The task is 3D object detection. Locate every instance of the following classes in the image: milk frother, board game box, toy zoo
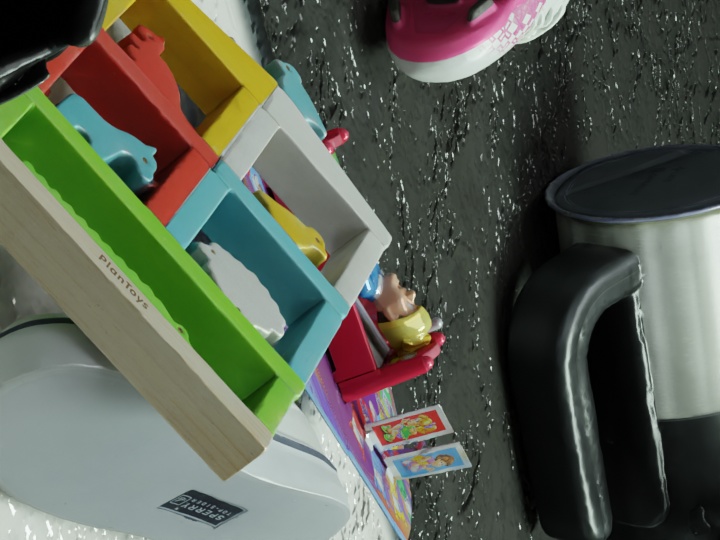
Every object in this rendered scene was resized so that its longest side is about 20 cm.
[{"bbox_3d":[0.188,0.052,1.376,0.180,0.200,0.188,-43,128,-58],"label":"milk frother"},{"bbox_3d":[0.000,0.000,1.039,0.200,0.039,0.158,61,14,-51],"label":"board game box"},{"bbox_3d":[-0.053,-0.028,0.897,0.131,0.020,0.200,48,25,-9],"label":"toy zoo"}]

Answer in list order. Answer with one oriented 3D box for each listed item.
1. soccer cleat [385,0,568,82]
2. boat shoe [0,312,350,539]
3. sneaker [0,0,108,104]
[{"bbox_3d":[0.066,-0.127,1.246,0.200,0.070,0.086,-66,147,-49],"label":"soccer cleat"},{"bbox_3d":[-0.066,0.042,0.908,0.200,0.072,0.066,28,39,-56],"label":"boat shoe"},{"bbox_3d":[-0.101,-0.083,0.799,0.200,0.084,0.077,-54,138,-57],"label":"sneaker"}]
